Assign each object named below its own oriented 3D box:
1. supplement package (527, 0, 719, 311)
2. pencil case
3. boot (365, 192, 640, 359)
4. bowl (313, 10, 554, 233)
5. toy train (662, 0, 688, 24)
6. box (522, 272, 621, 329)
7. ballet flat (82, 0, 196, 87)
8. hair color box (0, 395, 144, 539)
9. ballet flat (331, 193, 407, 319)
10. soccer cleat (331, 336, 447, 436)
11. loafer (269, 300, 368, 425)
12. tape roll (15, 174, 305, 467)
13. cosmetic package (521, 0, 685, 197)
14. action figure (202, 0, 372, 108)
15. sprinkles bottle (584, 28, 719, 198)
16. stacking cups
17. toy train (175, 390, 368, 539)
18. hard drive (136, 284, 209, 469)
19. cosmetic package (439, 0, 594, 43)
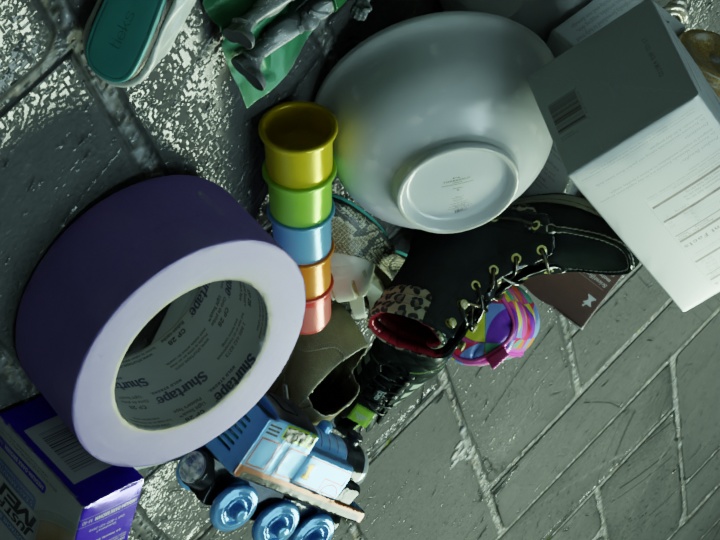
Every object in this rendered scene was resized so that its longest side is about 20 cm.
[{"bbox_3d":[0.228,-0.081,1.329,0.109,0.114,0.200,-31,135,16],"label":"supplement package"},{"bbox_3d":[0.120,0.051,1.694,0.089,0.088,0.200,-53,170,8],"label":"pencil case"},{"bbox_3d":[0.115,0.009,1.445,0.154,0.202,0.074,-58,145,-32],"label":"boot"},{"bbox_3d":[0.065,-0.093,1.361,0.199,0.091,0.202,-7,141,-6],"label":"bowl"},{"bbox_3d":[0.238,-0.164,1.610,0.116,0.084,0.201,-49,162,-49],"label":"toy train"},{"bbox_3d":[0.177,-0.018,1.636,0.075,0.100,0.200,-53,-177,10],"label":"box"},{"bbox_3d":[-0.109,-0.203,1.094,0.069,0.069,0.201,-8,136,-53],"label":"ballet flat"},{"bbox_3d":[-0.238,0.204,1.360,0.065,0.109,0.201,-23,143,-41],"label":"hair color box"},{"bbox_3d":[0.000,0.000,1.495,0.200,0.067,0.076,42,53,-66],"label":"ballet flat"},{"bbox_3d":[0.023,0.099,1.605,0.081,0.067,0.200,-60,-174,-26],"label":"soccer cleat"},{"bbox_3d":[-0.046,0.113,1.584,0.076,0.067,0.201,-26,145,-39],"label":"loafer"},{"bbox_3d":[-0.142,0.038,1.289,0.199,0.085,0.201,-28,141,-26],"label":"tape roll"},{"bbox_3d":[0.182,-0.131,1.465,0.101,0.074,0.201,-37,158,-34],"label":"cosmetic package"},{"bbox_3d":[-0.015,-0.209,1.235,0.200,0.055,0.119,-44,151,-20],"label":"action figure"},{"bbox_3d":[0.244,-0.098,1.449,0.068,0.068,0.201,-22,149,-42],"label":"sprinkles bottle"},{"bbox_3d":[-0.045,-0.037,1.380,0.060,0.060,0.201,-34,145,-28],"label":"stacking cups"},{"bbox_3d":[-0.068,0.170,1.515,0.115,0.087,0.199,-54,138,7],"label":"toy train"},{"bbox_3d":[-0.127,0.072,1.452,0.131,0.027,0.201,-6,130,-55],"label":"hard drive"},{"bbox_3d":[0.156,-0.254,1.406,0.200,0.081,0.113,-45,154,-6],"label":"cosmetic package"}]
